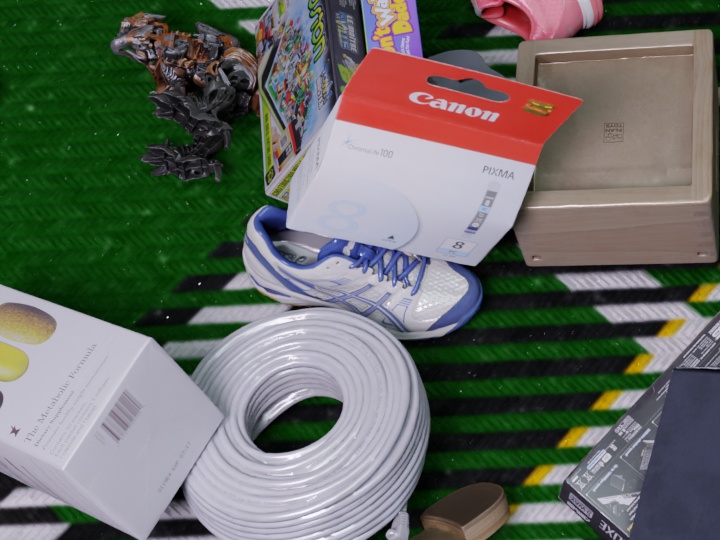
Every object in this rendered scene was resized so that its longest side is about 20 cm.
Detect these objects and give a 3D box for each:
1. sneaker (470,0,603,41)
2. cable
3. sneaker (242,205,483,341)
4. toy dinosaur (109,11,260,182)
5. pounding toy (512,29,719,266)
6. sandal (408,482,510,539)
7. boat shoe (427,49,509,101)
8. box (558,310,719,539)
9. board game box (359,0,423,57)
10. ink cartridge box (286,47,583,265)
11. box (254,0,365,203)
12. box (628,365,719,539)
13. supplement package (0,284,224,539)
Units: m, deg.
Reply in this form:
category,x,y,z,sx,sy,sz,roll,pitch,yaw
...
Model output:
category,x,y,z,sx,sy,sz,roll,pitch,yaw
sneaker,0.120,-0.270,1.297,0.087,0.074,0.200,-41,70,-14
cable,-0.046,0.119,1.097,0.199,0.069,0.201,2,52,20
sneaker,0.000,0.000,1.168,0.198,0.088,0.076,10,64,5
toy dinosaur,-0.123,-0.155,1.247,0.199,0.103,0.136,12,50,21
pounding toy,0.227,-0.107,1.198,0.183,0.142,0.201,-1,63,16
sandal,0.031,0.236,1.069,0.211,0.077,0.070,-27,107,-26
boat shoe,0.088,-0.118,1.181,0.070,0.070,0.200,-15,24,-3
box,0.274,0.147,1.107,0.158,0.050,0.200,40,73,18
board game box,0.026,-0.167,1.219,0.044,0.135,0.201,-5,64,-1
ink cartridge box,0.049,-0.075,1.062,0.159,0.200,0.048,12,63,-15
box,-0.041,-0.162,1.185,0.035,0.110,0.201,19,44,-28
box,0.295,0.189,0.983,0.196,0.124,0.201,21,81,-22
supplement package,-0.223,0.099,1.078,0.199,0.110,0.114,15,63,38
